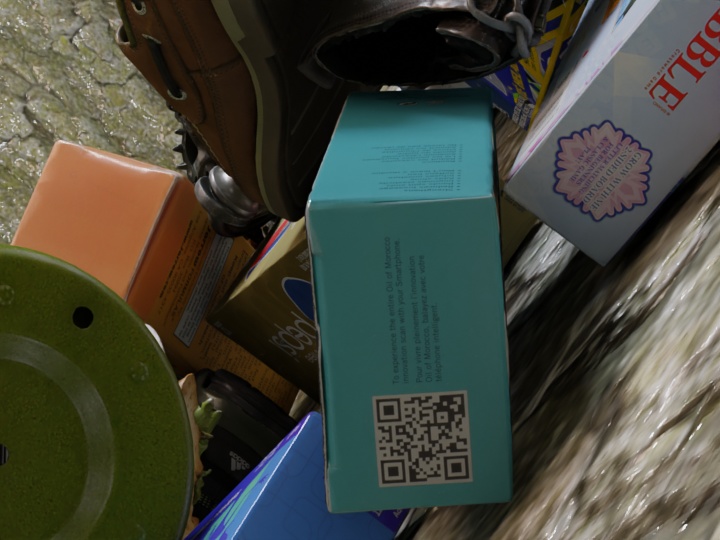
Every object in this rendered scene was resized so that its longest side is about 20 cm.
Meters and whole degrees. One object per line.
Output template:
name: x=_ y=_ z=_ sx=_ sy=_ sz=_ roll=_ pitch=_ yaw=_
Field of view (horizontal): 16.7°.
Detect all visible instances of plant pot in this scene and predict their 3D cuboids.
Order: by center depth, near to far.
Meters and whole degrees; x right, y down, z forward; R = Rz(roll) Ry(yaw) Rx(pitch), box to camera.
plant pot: x=-0.152 y=0.074 z=0.809 sx=0.201 sy=0.200 sz=0.193 roll=-56 pitch=17 yaw=-27

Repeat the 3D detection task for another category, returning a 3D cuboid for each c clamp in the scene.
c clamp: x=-0.010 y=-0.085 z=0.986 sx=0.200 sy=0.027 sz=0.171 roll=-55 pitch=-7 yaw=26

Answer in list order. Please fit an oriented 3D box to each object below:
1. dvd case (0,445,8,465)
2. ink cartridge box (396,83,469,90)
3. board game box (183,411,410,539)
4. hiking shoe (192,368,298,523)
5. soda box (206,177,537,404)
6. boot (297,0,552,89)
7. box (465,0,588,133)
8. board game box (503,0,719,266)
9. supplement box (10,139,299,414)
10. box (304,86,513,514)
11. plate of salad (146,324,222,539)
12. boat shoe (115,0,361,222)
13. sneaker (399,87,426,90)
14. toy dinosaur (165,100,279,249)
dvd case: x=-0.153 y=0.120 z=1.056 sx=0.150 sy=0.025 sz=0.201 roll=-89 pitch=4 yaw=-68
ink cartridge box: x=0.004 y=-0.038 z=1.325 sx=0.201 sy=0.041 sz=0.200 roll=-56 pitch=6 yaw=-19
board game box: x=-0.070 y=0.153 z=0.721 sx=0.200 sy=0.045 sz=0.152 roll=-58 pitch=6 yaw=-35
hiking shoe: x=-0.103 y=0.112 z=1.081 sx=0.101 sy=0.076 sz=0.200 roll=-56 pitch=9 yaw=-34
soda box: x=0.000 y=0.000 z=0.966 sx=0.064 sy=0.068 sz=0.200 roll=-55 pitch=6 yaw=-16
boot: x=0.072 y=-0.135 z=0.756 sx=0.200 sy=0.069 sz=0.175 roll=-17 pitch=43 yaw=53
box: x=0.070 y=-0.122 z=0.944 sx=0.070 sy=0.064 sz=0.200 roll=-50 pitch=-8 yaw=-11
board game box: x=0.132 y=-0.121 z=0.730 sx=0.200 sy=0.041 sz=0.200 roll=-51 pitch=5 yaw=29
supplement box: x=-0.082 y=0.014 z=1.089 sx=0.069 sy=0.066 sz=0.200 roll=-69 pitch=-24 yaw=-12
box: x=0.017 y=0.000 z=0.707 sx=0.200 sy=0.049 sz=0.083 roll=-78 pitch=-15 yaw=-77
plate of salad: x=-0.095 y=0.121 z=0.958 sx=0.200 sy=0.048 sz=0.202 roll=-169 pitch=90 yaw=-72
boat shoe: x=-0.044 y=-0.087 z=0.827 sx=0.200 sy=0.068 sz=0.072 roll=82 pitch=-148 yaw=-61
sneaker: x=0.023 y=-0.131 z=1.156 sx=0.072 sy=0.073 sz=0.200 roll=-39 pitch=-8 yaw=4
toy dinosaur: x=-0.045 y=-0.032 z=1.196 sx=0.199 sy=0.137 sz=0.102 roll=-8 pitch=6 yaw=38
